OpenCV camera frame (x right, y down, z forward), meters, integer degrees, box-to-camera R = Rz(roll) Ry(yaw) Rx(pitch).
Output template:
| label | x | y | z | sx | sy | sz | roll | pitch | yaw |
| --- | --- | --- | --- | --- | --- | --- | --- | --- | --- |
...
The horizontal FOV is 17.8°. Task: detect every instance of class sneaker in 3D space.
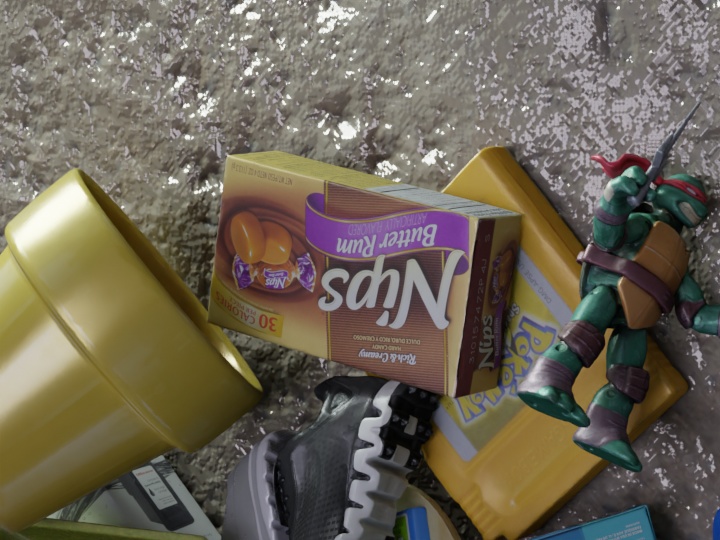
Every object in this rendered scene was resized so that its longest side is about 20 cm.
| label | x | y | z | sx | sy | sz | roll | pitch | yaw |
| --- | --- | --- | --- | --- | --- | --- | --- | --- | --- |
| sneaker | -0.022 | 0.156 | 1.473 | 0.090 | 0.066 | 0.200 | 14 | 81 | 35 |
| sneaker | -0.055 | 0.211 | 1.519 | 0.082 | 0.075 | 0.200 | -31 | 51 | 50 |

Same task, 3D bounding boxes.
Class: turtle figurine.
| label | x | y | z | sx | sy | sz | roll | pitch | yaw |
| --- | --- | --- | --- | --- | --- | --- | --- | --- | --- |
| turtle figurine | 0.173 | 0.009 | 1.354 | 0.200 | 0.150 | 0.101 | -61 | 24 | -10 |

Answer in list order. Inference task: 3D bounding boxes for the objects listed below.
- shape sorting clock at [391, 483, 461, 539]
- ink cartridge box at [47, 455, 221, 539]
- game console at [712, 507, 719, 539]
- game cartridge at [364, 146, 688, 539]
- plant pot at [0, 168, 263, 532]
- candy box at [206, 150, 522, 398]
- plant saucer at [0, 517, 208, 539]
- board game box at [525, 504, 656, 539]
| label | x | y | z | sx | sy | sz | roll | pitch | yaw |
| --- | --- | --- | --- | --- | --- | --- | --- | --- | --- |
| shape sorting clock | 0.012 | 0.237 | 1.511 | 0.200 | 0.039 | 0.200 | -9 | 77 | 46 |
| ink cartridge box | -0.190 | 0.200 | 1.644 | 0.200 | 0.083 | 0.145 | 51 | 120 | 20 |
| game console | 0.302 | 0.234 | 1.336 | 0.171 | 0.118 | 0.200 | -179 | 84 | -67 |
| game cartridge | 0.088 | 0.052 | 1.462 | 0.176 | 0.032 | 0.200 | -48 | 67 | 29 |
| plant pot | -0.197 | 0.065 | 1.525 | 0.189 | 0.201 | 0.201 | -39 | 70 | 0 |
| candy box | 0.000 | 0.000 | 1.468 | 0.200 | 0.056 | 0.117 | 17 | 105 | 34 |
| plant saucer | -0.168 | 0.269 | 1.542 | 0.200 | 0.048 | 0.200 | 2 | 87 | 35 |
| board game box | 0.129 | 0.260 | 1.391 | 0.151 | 0.047 | 0.200 | -16 | 84 | -8 |
